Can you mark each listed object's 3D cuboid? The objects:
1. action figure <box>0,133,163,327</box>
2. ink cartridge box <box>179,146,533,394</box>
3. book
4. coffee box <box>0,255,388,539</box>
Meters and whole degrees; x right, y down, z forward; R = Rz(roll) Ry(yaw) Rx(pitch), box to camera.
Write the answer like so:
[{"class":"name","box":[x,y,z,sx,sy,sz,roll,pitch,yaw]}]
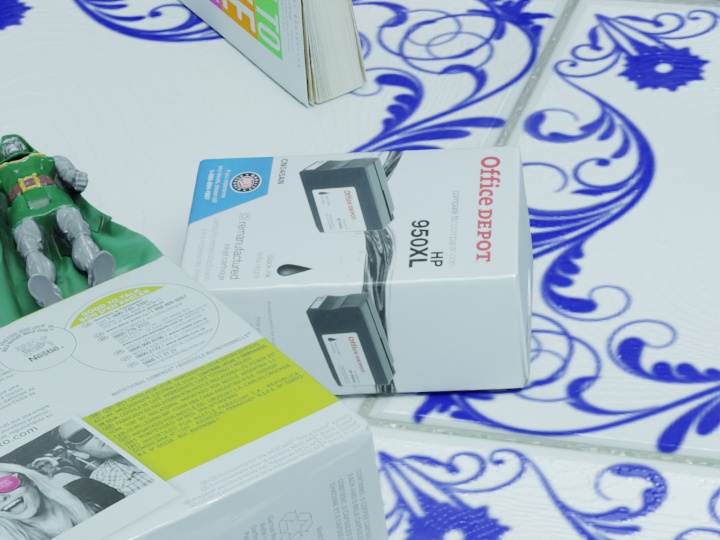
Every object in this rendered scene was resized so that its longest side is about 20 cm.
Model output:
[{"class":"action figure","box":[-0.200,-0.034,1.882,0.118,0.055,0.200,-18,31,-11]},{"class":"ink cartridge box","box":[0.000,0.000,1.765,0.199,0.084,0.145,-2,35,5]},{"class":"book","box":[-0.074,-0.215,2.050,0.048,0.134,0.200,-23,37,-23]},{"class":"coffee box","box":[-0.117,0.147,1.467,0.200,0.200,0.198,-25,38,-25]}]
